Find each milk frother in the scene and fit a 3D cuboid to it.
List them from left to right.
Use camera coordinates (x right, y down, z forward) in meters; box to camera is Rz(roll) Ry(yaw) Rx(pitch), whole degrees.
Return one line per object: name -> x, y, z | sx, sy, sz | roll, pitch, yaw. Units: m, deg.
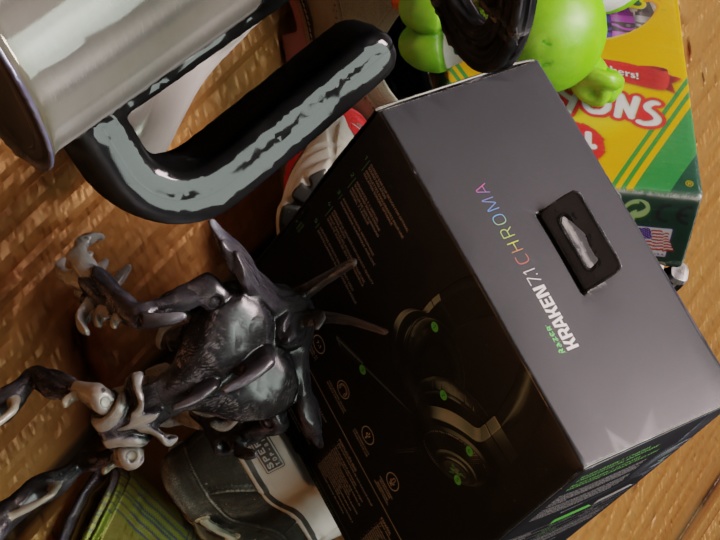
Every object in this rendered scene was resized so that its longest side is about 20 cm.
milk frother -> -0.053, -0.115, 0.919 | 0.188, 0.200, 0.181 | -37, 100, -14

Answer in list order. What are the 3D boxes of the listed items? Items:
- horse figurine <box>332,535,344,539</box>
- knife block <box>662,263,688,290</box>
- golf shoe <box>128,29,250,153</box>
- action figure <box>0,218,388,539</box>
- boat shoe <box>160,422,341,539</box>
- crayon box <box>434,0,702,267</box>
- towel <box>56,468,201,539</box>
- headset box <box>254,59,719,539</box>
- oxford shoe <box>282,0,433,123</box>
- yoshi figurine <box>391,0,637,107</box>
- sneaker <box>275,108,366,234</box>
horse figurine -> 0.009, 0.157, 1.266 | 0.200, 0.050, 0.133 | 122, -29, -77
knife block -> 0.126, -0.005, 1.332 | 0.200, 0.175, 0.064 | 36, 70, -56
golf shoe -> -0.067, -0.136, 1.068 | 0.073, 0.092, 0.201 | 34, 72, -57
action figure -> -0.093, 0.042, 1.025 | 0.199, 0.102, 0.119 | -27, 121, -6
boat shoe -> -0.055, 0.102, 1.173 | 0.064, 0.071, 0.200 | -30, 163, 0
crayon box -> 0.101, -0.094, 1.237 | 0.201, 0.126, 0.051 | -90, -174, -46
towel -> -0.108, 0.192, 1.169 | 0.144, 0.023, 0.200 | -66, 147, -22
headset box -> 0.047, 0.031, 1.050 | 0.093, 0.175, 0.200 | -20, 162, -33
oxford shoe -> -0.003, -0.157, 1.177 | 0.071, 0.074, 0.201 | -50, 138, -38
yoshi figurine -> 0.108, -0.135, 1.148 | 0.200, 0.112, 0.113 | -31, 96, -36
sneaker -> 0.000, 0.000, 1.236 | 0.085, 0.077, 0.201 | -93, 179, -47
